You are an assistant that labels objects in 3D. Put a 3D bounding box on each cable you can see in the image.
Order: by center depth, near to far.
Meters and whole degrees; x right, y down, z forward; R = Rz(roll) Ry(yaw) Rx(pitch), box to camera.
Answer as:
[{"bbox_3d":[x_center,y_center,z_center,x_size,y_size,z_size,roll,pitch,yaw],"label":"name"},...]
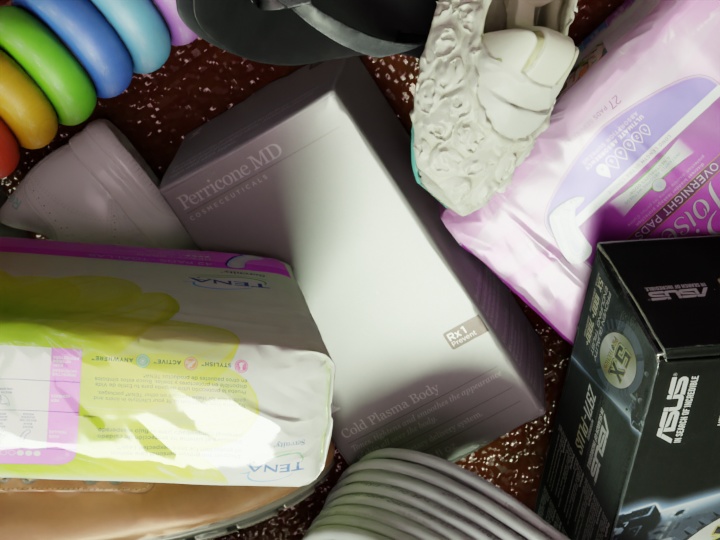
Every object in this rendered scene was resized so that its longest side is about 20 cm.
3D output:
[{"bbox_3d":[0.052,0.179,0.887,0.200,0.069,0.200,43,151,5],"label":"cable"}]

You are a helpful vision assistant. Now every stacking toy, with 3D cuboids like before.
[{"bbox_3d":[-0.151,-0.091,0.835,0.200,0.085,0.085,-43,106,-13],"label":"stacking toy"}]

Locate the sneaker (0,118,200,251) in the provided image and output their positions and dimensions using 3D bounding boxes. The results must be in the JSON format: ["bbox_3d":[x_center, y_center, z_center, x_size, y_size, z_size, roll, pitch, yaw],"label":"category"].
[{"bbox_3d":[-0.103,0.025,0.937,0.088,0.075,0.200,-37,96,1],"label":"sneaker"}]

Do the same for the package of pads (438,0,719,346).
[{"bbox_3d":[0.146,-0.062,0.895,0.120,0.076,0.200,41,108,-14],"label":"package of pads"}]

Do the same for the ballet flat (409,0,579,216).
[{"bbox_3d":[0.075,-0.123,0.836,0.072,0.072,0.200,15,84,-4],"label":"ballet flat"}]

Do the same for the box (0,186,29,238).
[{"bbox_3d":[-0.269,0.027,0.929,0.200,0.109,0.128,-22,108,10],"label":"box"}]

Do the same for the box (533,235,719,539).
[{"bbox_3d":[0.185,0.085,0.900,0.164,0.086,0.200,-2,127,-16],"label":"box"}]

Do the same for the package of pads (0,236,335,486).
[{"bbox_3d":[-0.116,0.036,0.797,0.200,0.155,0.068,3,105,-10],"label":"package of pads"}]

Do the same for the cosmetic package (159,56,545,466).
[{"bbox_3d":[0.000,0.000,0.921,0.107,0.090,0.200,-30,110,17],"label":"cosmetic package"}]

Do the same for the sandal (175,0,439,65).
[{"bbox_3d":[0.012,-0.128,0.846,0.200,0.043,0.076,2,100,-29],"label":"sandal"}]

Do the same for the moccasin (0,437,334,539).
[{"bbox_3d":[-0.112,0.094,0.876,0.201,0.074,0.078,-8,88,-8],"label":"moccasin"}]
